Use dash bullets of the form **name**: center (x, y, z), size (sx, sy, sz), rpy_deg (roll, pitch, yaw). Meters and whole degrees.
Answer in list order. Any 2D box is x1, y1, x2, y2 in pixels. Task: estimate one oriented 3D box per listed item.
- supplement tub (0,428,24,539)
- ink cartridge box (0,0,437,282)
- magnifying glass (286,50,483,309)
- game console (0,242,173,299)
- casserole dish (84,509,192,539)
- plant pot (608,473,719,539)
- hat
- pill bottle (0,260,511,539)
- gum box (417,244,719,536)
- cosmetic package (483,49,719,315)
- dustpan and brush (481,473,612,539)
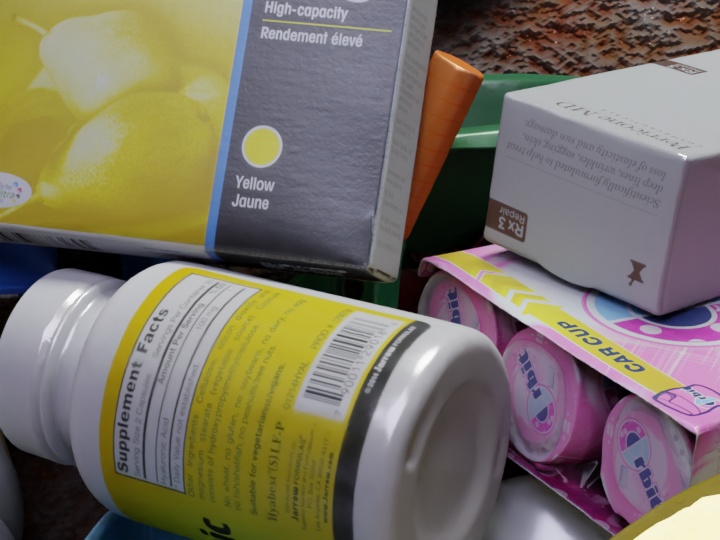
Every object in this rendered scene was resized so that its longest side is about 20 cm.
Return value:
- **supplement tub**: center (-0.234, 0.085, 0.935), size (0.145, 0.146, 0.201), rpy_deg (-24, 47, -5)
- **ink cartridge box**: center (-0.067, -0.104, 0.884), size (0.196, 0.047, 0.202), rpy_deg (5, 83, 18)
- **magnifying glass**: center (0.000, 0.000, 0.898), size (0.079, 0.022, 0.201), rpy_deg (37, 107, 36)
- **game console**: center (-0.169, -0.031, 1.006), size (0.118, 0.171, 0.201), rpy_deg (-21, 47, 8)
- **casserole dish**: center (-0.054, 0.133, 0.839), size (0.120, 0.200, 0.039), rpy_deg (12, 95, 1)
- **plant pot**: center (0.169, 0.177, 0.714), size (0.195, 0.195, 0.200), rpy_deg (30, 58, 35)
- **hat**: center (0.039, 0.005, 1.004), size (0.198, 0.177, 0.166), rpy_deg (-5, 14, -3)
- **pill bottle**: center (-0.048, 0.058, 0.846), size (0.199, 0.112, 0.112), rpy_deg (13, 55, 28)
- **gum box**: center (0.116, 0.045, 0.863), size (0.113, 0.067, 0.200), rpy_deg (-9, 25, -30)
- **cosmetic package**: center (0.157, -0.047, 0.915), size (0.101, 0.075, 0.199), rpy_deg (24, 26, 38)
- **dustpan and brush**: center (0.128, 0.122, 0.866), size (0.199, 0.057, 0.140), rpy_deg (-31, 60, -3)
